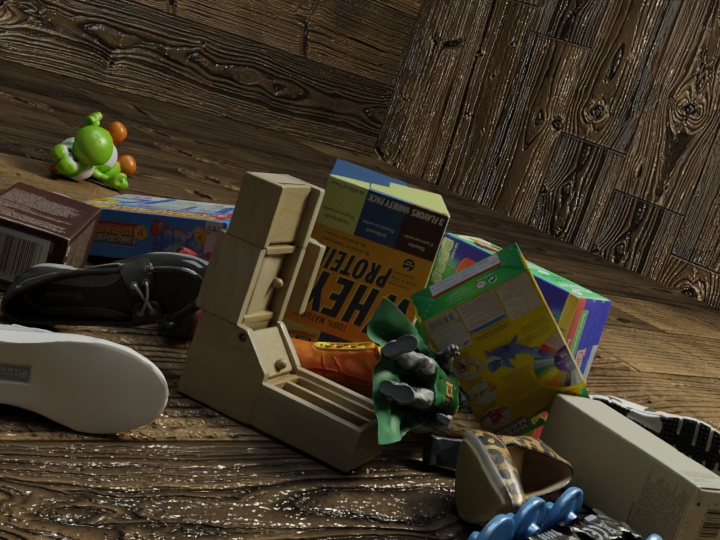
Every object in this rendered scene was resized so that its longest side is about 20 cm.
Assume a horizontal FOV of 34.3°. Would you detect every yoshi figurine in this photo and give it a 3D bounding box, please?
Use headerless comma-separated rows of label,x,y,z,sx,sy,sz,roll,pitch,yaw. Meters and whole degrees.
yoshi figurine,-0.404,-0.186,1.820,0.112,0.113,0.200,27,14,7

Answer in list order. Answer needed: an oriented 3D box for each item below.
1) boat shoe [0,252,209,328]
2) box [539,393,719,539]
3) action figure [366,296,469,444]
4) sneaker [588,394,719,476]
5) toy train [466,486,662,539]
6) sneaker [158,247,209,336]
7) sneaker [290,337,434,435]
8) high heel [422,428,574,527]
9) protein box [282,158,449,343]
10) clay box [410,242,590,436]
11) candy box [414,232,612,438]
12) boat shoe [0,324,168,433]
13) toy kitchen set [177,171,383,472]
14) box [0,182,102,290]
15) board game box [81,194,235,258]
boat shoe,-0.226,0.025,1.041,0.198,0.068,0.057,-3,22,16
box,0.252,0.193,1.088,0.068,0.083,0.200,12,14,-33
action figure,0.059,0.101,1.029,0.054,0.119,0.200,2,-12,20
sneaker,0.325,0.182,1.306,0.198,0.074,0.080,22,5,5
toy train,0.106,0.198,0.681,0.086,0.115,0.199,28,13,29
sneaker,-0.161,0.027,1.224,0.097,0.072,0.200,15,9,-10
sneaker,-0.004,0.094,1.149,0.198,0.078,0.073,18,12,0
high heel,0.145,0.176,0.983,0.141,0.072,0.200,10,3,-13
protein box,0.000,0.000,1.294,0.134,0.202,0.199,18,10,-2
clay box,0.141,0.078,1.137,0.201,0.114,0.048,58,9,-38
candy box,0.158,0.072,1.297,0.199,0.171,0.077,27,16,39
boat shoe,-0.243,0.073,0.863,0.198,0.073,0.069,6,15,-20
toy kitchen set,-0.027,0.037,1.043,0.179,0.202,0.163,23,11,20
box,-0.339,-0.033,1.211,0.099,0.076,0.200,17,12,-6
board game box,-0.231,-0.050,1.421,0.198,0.057,0.196,6,8,8
